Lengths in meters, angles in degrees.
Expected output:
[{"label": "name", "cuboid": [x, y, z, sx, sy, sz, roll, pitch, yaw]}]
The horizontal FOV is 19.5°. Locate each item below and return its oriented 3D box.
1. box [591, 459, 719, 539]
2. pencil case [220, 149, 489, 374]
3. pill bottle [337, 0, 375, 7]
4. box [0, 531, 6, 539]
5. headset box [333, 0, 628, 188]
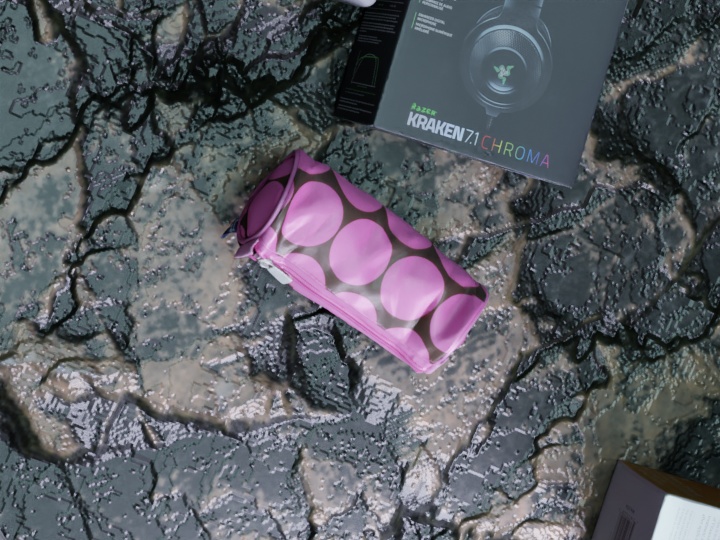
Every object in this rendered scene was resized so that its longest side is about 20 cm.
[{"label": "box", "cuboid": [0.299, 0.234, 1.675, 0.199, 0.124, 0.098, 17, 93, -13]}, {"label": "pencil case", "cuboid": [0.000, 0.000, 1.563, 0.200, 0.091, 0.094, 33, 52, -20]}, {"label": "pill bottle", "cuboid": [-0.002, -0.301, 1.495, 0.113, 0.113, 0.201, 24, 91, -22]}, {"label": "box", "cuboid": [-0.315, 0.169, 1.415, 0.106, 0.200, 0.153, -35, 108, -11]}, {"label": "headset box", "cuboid": [0.097, -0.183, 1.562, 0.173, 0.093, 0.201, 16, 93, -22]}]
